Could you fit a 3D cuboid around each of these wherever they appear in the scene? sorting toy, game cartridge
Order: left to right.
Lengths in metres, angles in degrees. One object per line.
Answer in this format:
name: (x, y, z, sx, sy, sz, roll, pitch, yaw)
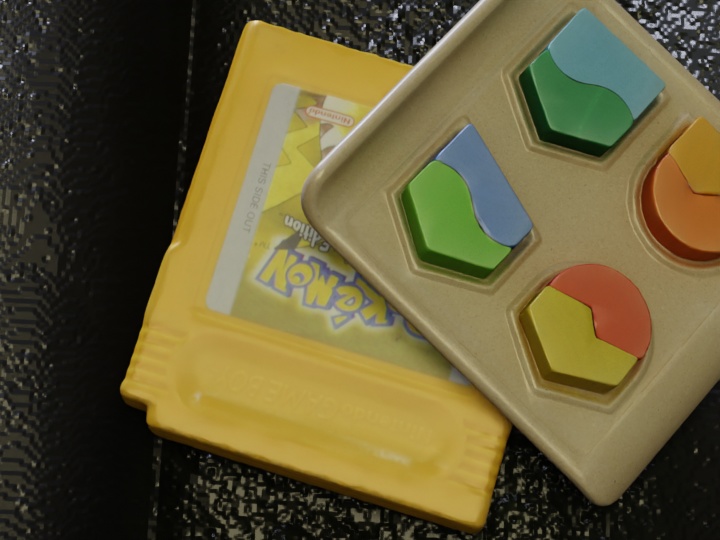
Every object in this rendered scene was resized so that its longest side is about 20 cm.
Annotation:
game cartridge: (0.000, 0.000, 0.866, 0.175, 0.032, 0.201, 16, 72, 3)
sorting toy: (0.100, -0.026, 0.845, 0.200, 0.036, 0.185, 45, 71, -3)
